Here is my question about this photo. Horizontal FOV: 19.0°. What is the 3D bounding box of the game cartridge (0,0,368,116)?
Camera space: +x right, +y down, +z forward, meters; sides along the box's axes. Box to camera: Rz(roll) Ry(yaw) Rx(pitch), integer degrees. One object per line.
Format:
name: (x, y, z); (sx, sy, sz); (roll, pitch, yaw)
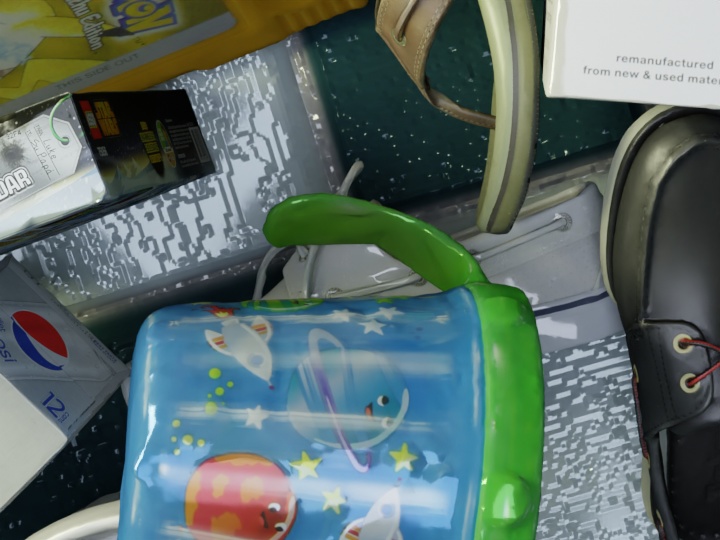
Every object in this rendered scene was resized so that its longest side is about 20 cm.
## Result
game cartridge: (-0.102, -0.109, 0.769); (0.199, 0.176, 0.033); (-19, 67, 8)

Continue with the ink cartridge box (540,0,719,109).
ink cartridge box: (0.112, -0.163, 0.753); (0.084, 0.146, 0.201); (4, 100, 3)

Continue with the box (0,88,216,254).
box: (-0.136, -0.025, 0.767); (0.137, 0.200, 0.040); (-21, 93, 7)

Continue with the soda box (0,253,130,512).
soda box: (-0.181, 0.087, 0.833); (0.068, 0.063, 0.200); (44, 117, -3)

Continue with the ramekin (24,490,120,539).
ramekin: (-0.065, 0.175, 0.847); (0.199, 0.105, 0.201); (1, 101, 5)

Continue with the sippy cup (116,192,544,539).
sippy cup: (-0.015, 0.065, 0.729); (0.130, 0.178, 0.140); (7, 114, -7)

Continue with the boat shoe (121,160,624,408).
boat shoe: (0.001, 0.001, 0.827); (0.201, 0.075, 0.086); (-12, 99, 3)

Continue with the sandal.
sandal: (0.030, -0.112, 0.769); (0.057, 0.080, 0.202); (-10, 104, 6)

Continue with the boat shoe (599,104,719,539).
boat shoe: (0.134, 0.033, 0.798); (0.073, 0.063, 0.202); (-12, 117, -7)
